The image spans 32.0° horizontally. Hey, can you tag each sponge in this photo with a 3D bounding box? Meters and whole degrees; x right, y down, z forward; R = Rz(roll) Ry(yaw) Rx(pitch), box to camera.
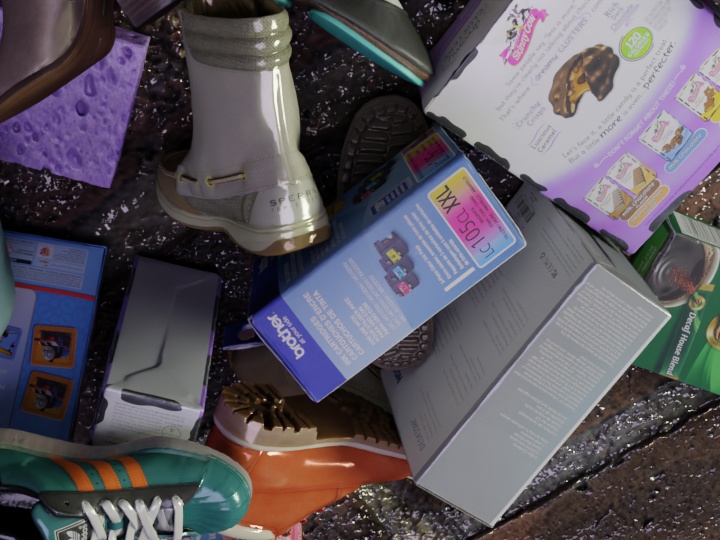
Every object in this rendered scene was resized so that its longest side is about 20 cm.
[{"bbox_3d":[-0.255,-0.134,0.864,0.197,0.030,0.113,15,118,-11],"label":"sponge"}]

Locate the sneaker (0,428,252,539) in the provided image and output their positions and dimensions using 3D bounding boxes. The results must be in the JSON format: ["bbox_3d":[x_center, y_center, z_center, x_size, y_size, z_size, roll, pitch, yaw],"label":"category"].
[{"bbox_3d":[-0.169,0.154,0.799,0.197,0.080,0.072,4,121,-4],"label":"sneaker"}]

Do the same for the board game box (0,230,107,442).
[{"bbox_3d":[-0.271,0.066,0.893,0.149,0.203,0.037,10,152,-9],"label":"board game box"}]

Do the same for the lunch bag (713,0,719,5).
[{"bbox_3d":[0.274,-0.235,0.781,0.198,0.118,0.165,28,107,-27],"label":"lunch bag"}]

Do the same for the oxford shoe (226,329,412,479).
[{"bbox_3d":[-0.015,0.106,0.999,0.198,0.074,0.071,23,120,-16],"label":"oxford shoe"}]

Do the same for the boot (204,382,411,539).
[{"bbox_3d":[-0.037,0.145,0.917,0.198,0.075,0.108,10,109,-40],"label":"boot"}]

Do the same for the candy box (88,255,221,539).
[{"bbox_3d":[-0.164,0.121,0.935,0.071,0.169,0.202,13,121,-10],"label":"candy box"}]

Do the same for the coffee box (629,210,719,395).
[{"bbox_3d":[0.298,0.039,0.995,0.198,0.044,0.124,20,118,-15],"label":"coffee box"}]

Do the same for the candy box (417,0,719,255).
[{"bbox_3d":[0.164,-0.135,0.865,0.199,0.072,0.168,31,115,-21],"label":"candy box"}]

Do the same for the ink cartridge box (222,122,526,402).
[{"bbox_3d":[0.000,0.000,0.825,0.199,0.137,0.077,-39,104,6],"label":"ink cartridge box"}]

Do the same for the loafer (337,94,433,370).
[{"bbox_3d":[0.018,-0.030,0.925,0.074,0.068,0.203,-1,106,-4],"label":"loafer"}]

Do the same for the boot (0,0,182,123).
[{"bbox_3d":[-0.206,-0.199,0.795,0.198,0.070,0.147,-30,97,11],"label":"boot"}]

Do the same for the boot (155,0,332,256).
[{"bbox_3d":[-0.090,-0.104,0.821,0.071,0.199,0.157,-19,112,-25],"label":"boot"}]

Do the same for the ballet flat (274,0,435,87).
[{"bbox_3d":[-0.030,-0.191,0.819,0.198,0.068,0.069,24,96,-12],"label":"ballet flat"}]

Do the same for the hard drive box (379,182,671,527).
[{"bbox_3d":[0.110,0.055,0.913,0.076,0.156,0.201,31,107,-22],"label":"hard drive box"}]

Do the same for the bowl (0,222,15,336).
[{"bbox_3d":[-0.317,-0.032,0.815,0.198,0.202,0.106,16,127,-13],"label":"bowl"}]

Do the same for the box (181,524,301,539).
[{"bbox_3d":[-0.105,0.249,1.007,0.101,0.201,0.096,-14,122,5],"label":"box"}]
